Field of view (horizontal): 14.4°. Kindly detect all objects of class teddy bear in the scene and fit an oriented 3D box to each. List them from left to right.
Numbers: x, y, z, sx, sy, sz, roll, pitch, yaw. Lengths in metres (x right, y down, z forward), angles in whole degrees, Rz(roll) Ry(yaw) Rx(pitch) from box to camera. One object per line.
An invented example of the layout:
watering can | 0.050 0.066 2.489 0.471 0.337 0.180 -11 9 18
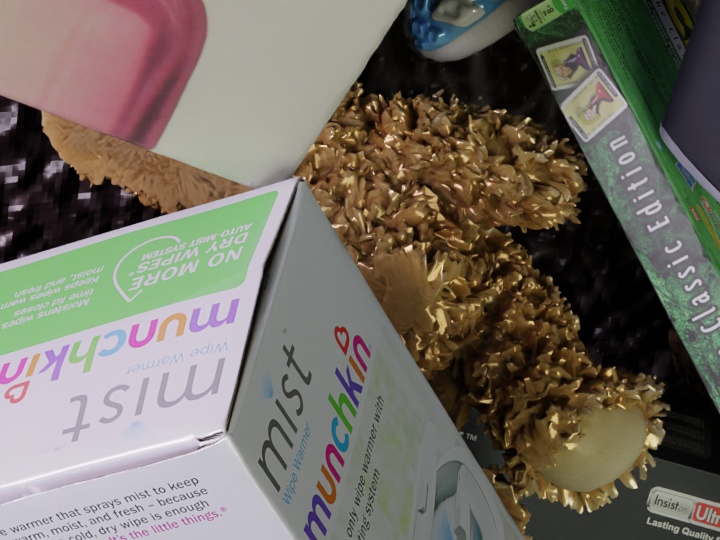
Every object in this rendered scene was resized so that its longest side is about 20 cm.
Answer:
teddy bear | 0.000 0.000 0.810 0.200 0.067 0.145 37 117 3

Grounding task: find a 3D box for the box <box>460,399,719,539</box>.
box | 0.039 0.109 0.892 0.199 0.046 0.160 16 112 1

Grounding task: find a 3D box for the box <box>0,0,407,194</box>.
box | -0.089 -0.117 0.654 0.199 0.128 0.109 20 112 -38

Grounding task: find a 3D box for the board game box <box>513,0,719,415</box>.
board game box | 0.112 0.009 0.805 0.023 0.201 0.105 -28 178 25

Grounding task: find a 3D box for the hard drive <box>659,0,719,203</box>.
hard drive | 0.140 -0.108 0.804 0.200 0.042 0.136 -47 156 -54

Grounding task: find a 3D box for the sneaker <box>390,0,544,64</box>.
sneaker | 0.085 -0.134 0.811 0.086 0.075 0.200 27 106 -45

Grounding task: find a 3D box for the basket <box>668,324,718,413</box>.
basket | 0.221 0.023 0.940 0.199 0.149 0.143 -7 124 -26

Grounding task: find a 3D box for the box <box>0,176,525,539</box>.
box | -0.070 0.092 0.726 0.199 0.097 0.177 -16 125 25
